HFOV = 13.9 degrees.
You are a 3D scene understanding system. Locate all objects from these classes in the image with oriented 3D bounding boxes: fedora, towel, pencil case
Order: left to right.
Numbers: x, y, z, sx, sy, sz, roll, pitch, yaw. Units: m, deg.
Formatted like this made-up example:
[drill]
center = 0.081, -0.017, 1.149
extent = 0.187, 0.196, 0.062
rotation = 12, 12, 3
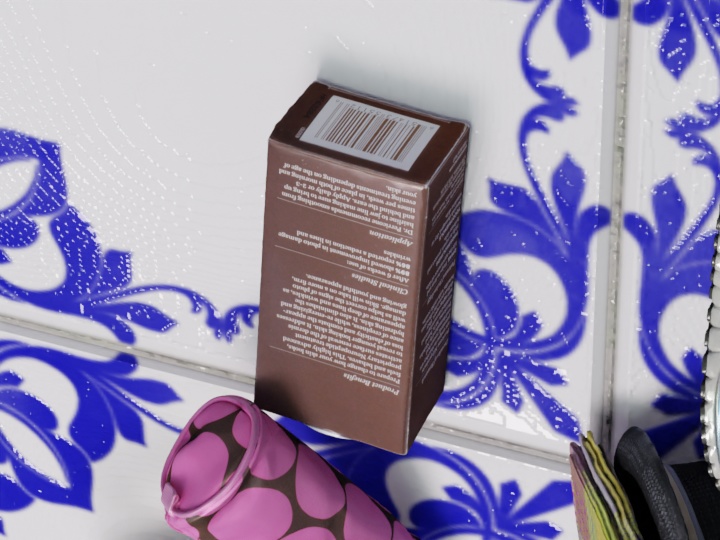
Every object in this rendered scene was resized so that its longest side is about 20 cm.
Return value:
[pencil case]
center = -0.041, 0.159, 1.779
extent = 0.094, 0.091, 0.200
rotation = -40, 128, 8
[towel]
center = 0.157, 0.206, 1.724
extent = 0.023, 0.144, 0.200
rotation = -16, 131, -6
[fedora]
center = 0.213, 0.178, 1.694
extent = 0.091, 0.201, 0.201
rotation = -15, 123, -6

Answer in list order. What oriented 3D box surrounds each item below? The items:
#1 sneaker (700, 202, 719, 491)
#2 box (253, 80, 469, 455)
[sneaker]
center = 0.231, 0.039, 1.590
extent = 0.090, 0.078, 0.200
rotation = 6, 112, 10
[box]
center = 0.000, 0.000, 1.701
extent = 0.100, 0.075, 0.200
rotation = 17, 128, 15
